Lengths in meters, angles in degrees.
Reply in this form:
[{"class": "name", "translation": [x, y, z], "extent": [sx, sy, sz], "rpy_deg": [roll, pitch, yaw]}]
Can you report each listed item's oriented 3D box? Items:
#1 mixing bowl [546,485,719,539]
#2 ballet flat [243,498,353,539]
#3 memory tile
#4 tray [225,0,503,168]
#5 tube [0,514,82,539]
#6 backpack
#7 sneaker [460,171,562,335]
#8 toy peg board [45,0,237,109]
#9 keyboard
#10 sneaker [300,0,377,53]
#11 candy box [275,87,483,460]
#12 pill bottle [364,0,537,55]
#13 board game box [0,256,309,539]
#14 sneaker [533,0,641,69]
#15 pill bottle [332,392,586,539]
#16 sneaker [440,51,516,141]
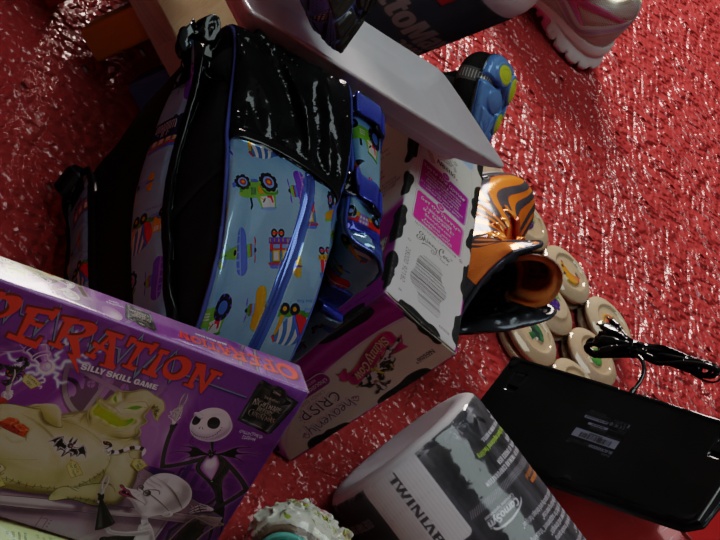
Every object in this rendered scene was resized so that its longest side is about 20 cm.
[{"class": "mixing bowl", "translation": [0.178, 0.168, 1.314], "extent": [0.200, 0.108, 0.201], "rpy_deg": [34, 37, -30]}, {"class": "ballet flat", "translation": [0.014, 0.197, 1.111], "extent": [0.200, 0.076, 0.064], "rpy_deg": [52, 16, -9]}, {"class": "memory tile", "translation": [0.118, 0.007, 1.475], "extent": [0.200, 0.017, 0.153], "rpy_deg": [49, 32, -6]}, {"class": "tray", "translation": [-0.009, -0.120, 1.159], "extent": [0.200, 0.022, 0.108], "rpy_deg": [28, 23, -37]}, {"class": "tube", "translation": [-0.107, 0.167, 1.006], "extent": [0.199, 0.052, 0.058], "rpy_deg": [20, 3, -37]}, {"class": "backpack", "translation": [-0.075, -0.001, 1.077], "extent": [0.134, 0.183, 0.201], "rpy_deg": [23, 45, -26]}, {"class": "sneaker", "translation": [0.090, -0.004, 1.334], "extent": [0.200, 0.112, 0.078], "rpy_deg": [-44, 126, -47]}, {"class": "toy peg board", "translation": [-0.129, -0.194, 1.300], "extent": [0.200, 0.097, 0.200], "rpy_deg": [62, 30, -15]}, {"class": "keyboard", "translation": [0.161, 0.090, 1.270], "extent": [0.127, 0.200, 0.021], "rpy_deg": [-51, 132, -21]}, {"class": "sneaker", "translation": [-0.024, -0.175, 1.126], "extent": [0.078, 0.076, 0.200], "rpy_deg": [29, 12, -11]}, {"class": "candy box", "translation": [0.000, 0.000, 1.216], "extent": [0.061, 0.136, 0.200], "rpy_deg": [40, 35, -22]}, {"class": "pill bottle", "translation": [0.051, -0.206, 1.311], "extent": [0.120, 0.199, 0.120], "rpy_deg": [38, 42, -45]}, {"class": "board game box", "translation": [-0.138, 0.065, 0.959], "extent": [0.199, 0.120, 0.032], "rpy_deg": [21, 19, -25]}, {"class": "sneaker", "translation": [0.159, -0.263, 1.720], "extent": [0.200, 0.088, 0.082], "rpy_deg": [39, 34, -21]}, {"class": "pill bottle", "translation": [0.082, 0.177, 1.178], "extent": [0.200, 0.106, 0.106], "rpy_deg": [53, 32, -1]}, {"class": "sneaker", "translation": [0.041, -0.099, 1.348], "extent": [0.083, 0.200, 0.071], "rpy_deg": [32, 73, -10]}]
